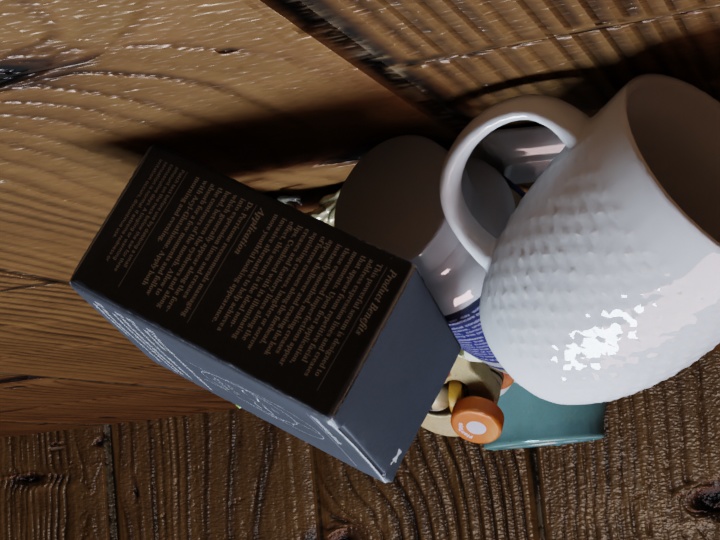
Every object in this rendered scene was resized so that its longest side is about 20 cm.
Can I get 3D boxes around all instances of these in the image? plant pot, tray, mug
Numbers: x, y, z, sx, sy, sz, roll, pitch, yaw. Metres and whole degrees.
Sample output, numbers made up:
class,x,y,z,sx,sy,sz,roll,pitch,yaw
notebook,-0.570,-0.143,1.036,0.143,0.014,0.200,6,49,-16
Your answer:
class,x,y,z,sx,sy,sz,roll,pitch,yaw
plant pot,0.193,0.097,1.756,0.197,0.191,0.200,-6,171,-1
tray,0.175,-0.083,1.097,0.197,0.022,0.107,-6,171,2
mug,0.138,-0.021,0.964,0.175,0.199,0.148,-47,-172,36

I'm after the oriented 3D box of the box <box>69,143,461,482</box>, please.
class,x,y,z,sx,sy,sz,roll,pitch,yaw
box,-0.056,0.029,1.013,0.198,0.108,0.149,26,167,22

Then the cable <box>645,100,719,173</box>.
class,x,y,z,sx,sy,sz,roll,pitch,yaw
cable,0.252,-0.079,1.005,0.198,0.051,0.098,-4,136,26

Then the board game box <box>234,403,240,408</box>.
class,x,y,z,sx,sy,sz,roll,pitch,yaw
board game box,-0.123,0.044,1.304,0.045,0.134,0.200,-48,178,0

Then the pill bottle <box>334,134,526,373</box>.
class,x,y,z,sx,sy,sz,roll,pitch,yaw
pill bottle,0.075,-0.010,1.097,0.115,0.117,0.199,-11,154,33

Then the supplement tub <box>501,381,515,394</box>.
class,x,y,z,sx,sy,sz,roll,pitch,yaw
supplement tub,0.071,0.055,1.541,0.197,0.146,0.144,-5,172,-5

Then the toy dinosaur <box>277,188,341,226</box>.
class,x,y,z,sx,sy,sz,roll,pitch,yaw
toy dinosaur,-0.098,-0.034,1.180,0.197,0.048,0.088,-4,179,12

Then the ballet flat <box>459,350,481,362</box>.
class,x,y,z,sx,sy,sz,roll,pitch,yaw
ballet flat,0.089,0.037,1.307,0.069,0.070,0.200,-8,150,19

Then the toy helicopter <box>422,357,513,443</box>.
class,x,y,z,sx,sy,sz,roll,pitch,yaw
toy helicopter,0.037,0.077,1.408,0.131,0.079,0.200,-21,125,37
